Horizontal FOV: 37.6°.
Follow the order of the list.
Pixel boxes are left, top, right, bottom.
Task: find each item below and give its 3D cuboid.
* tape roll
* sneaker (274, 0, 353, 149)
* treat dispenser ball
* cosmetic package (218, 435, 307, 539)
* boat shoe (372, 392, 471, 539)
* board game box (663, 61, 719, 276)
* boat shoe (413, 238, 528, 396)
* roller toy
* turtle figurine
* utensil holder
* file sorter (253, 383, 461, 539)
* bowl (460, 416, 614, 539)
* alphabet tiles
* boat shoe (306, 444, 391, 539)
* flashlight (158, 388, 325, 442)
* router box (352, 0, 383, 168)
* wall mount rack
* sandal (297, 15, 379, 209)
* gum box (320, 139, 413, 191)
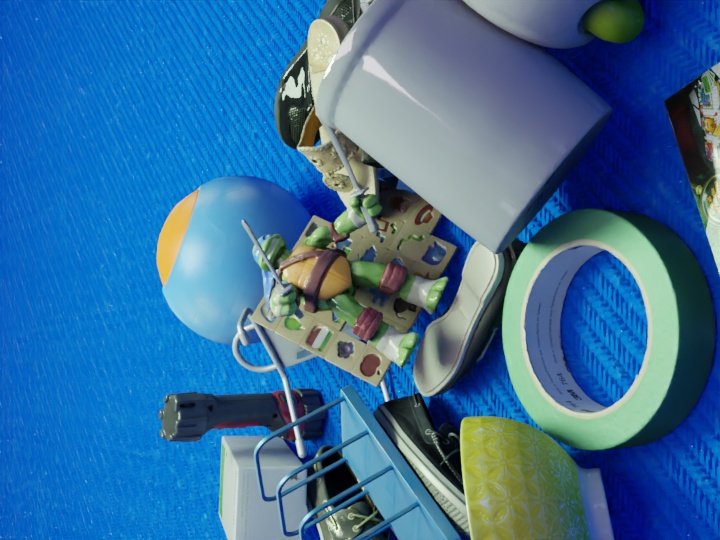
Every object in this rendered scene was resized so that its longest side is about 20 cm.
[{"bbox_3d":[0.203,0.050,0.896,0.200,0.048,0.203,-4,86,54],"label":"tape roll"},{"bbox_3d":[-0.029,-0.196,1.139,0.200,0.076,0.115,-56,39,30],"label":"sneaker"},{"bbox_3d":[-0.143,-0.012,1.266,0.200,0.199,0.203,-4,85,55],"label":"treat dispenser ball"},{"bbox_3d":[-0.119,0.266,1.264,0.200,0.084,0.109,-179,92,-78],"label":"cosmetic package"},{"bbox_3d":[0.079,0.185,1.042,0.200,0.062,0.075,48,164,54],"label":"boat shoe"},{"bbox_3d":[0.297,-0.063,0.787,0.105,0.023,0.202,-33,61,47],"label":"board game box"},{"bbox_3d":[0.113,0.051,1.031,0.067,0.056,0.201,62,141,40],"label":"boat shoe"},{"bbox_3d":[0.151,-0.289,0.864,0.140,0.198,0.184,-55,33,37],"label":"roller toy"},{"bbox_3d":[-0.017,-0.004,1.010,0.193,0.144,0.201,28,125,7],"label":"turtle figurine"},{"bbox_3d":[0.089,-0.137,0.903,0.200,0.170,0.171,40,126,10],"label":"utensil holder"},{"bbox_3d":[-0.007,0.250,1.061,0.200,0.122,0.139,51,157,33],"label":"file sorter"},{"bbox_3d":[0.156,0.214,0.885,0.107,0.200,0.202,-12,74,10],"label":"bowl"},{"bbox_3d":[0.000,0.000,1.104,0.166,0.008,0.201,25,76,27],"label":"alphabet tiles"},{"bbox_3d":[-0.009,0.277,1.169,0.202,0.071,0.061,52,134,48],"label":"boat shoe"},{"bbox_3d":[-0.139,0.175,1.251,0.068,0.198,0.069,-12,79,55],"label":"flashlight"},{"bbox_3d":[0.070,-0.208,1.025,0.148,0.051,0.202,-4,88,20],"label":"router box"},{"bbox_3d":[-0.045,0.103,1.173,0.198,0.075,0.175,-21,112,15],"label":"wall mount rack"},{"bbox_3d":[-0.038,-0.143,1.067,0.077,0.069,0.214,15,121,46],"label":"sandal"},{"bbox_3d":[0.035,-0.209,1.152,0.170,0.044,0.202,36,117,50],"label":"gum box"}]
